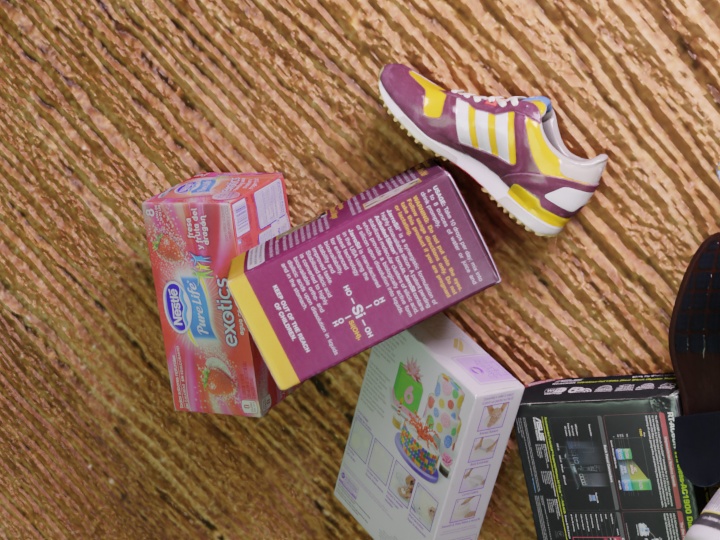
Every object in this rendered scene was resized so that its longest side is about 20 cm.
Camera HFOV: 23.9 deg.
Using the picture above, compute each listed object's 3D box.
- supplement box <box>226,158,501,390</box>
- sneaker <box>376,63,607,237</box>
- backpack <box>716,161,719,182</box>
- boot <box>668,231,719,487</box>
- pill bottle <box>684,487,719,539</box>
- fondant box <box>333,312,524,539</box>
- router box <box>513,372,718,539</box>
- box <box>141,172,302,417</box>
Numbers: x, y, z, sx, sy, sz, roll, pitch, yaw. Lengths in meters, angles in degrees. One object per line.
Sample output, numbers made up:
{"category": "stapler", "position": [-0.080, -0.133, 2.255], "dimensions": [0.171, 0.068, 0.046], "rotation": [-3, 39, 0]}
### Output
{"category": "supplement box", "position": [0.000, 0.000, 1.389], "dimensions": [0.199, 0.131, 0.104], "rotation": [-27, 98, 2]}
{"category": "sneaker", "position": [0.108, -0.120, 1.378], "dimensions": [0.200, 0.075, 0.090], "rotation": [39, 112, 3]}
{"category": "backpack", "position": [0.350, -0.060, 1.193], "dimensions": [0.153, 0.200, 0.176], "rotation": [-27, 99, 38]}
{"category": "boot", "position": [0.301, 0.074, 1.351], "dimensions": [0.075, 0.097, 0.201], "rotation": [-2, 79, 47]}
{"category": "pill bottle", "position": [0.343, 0.159, 1.268], "dimensions": [0.114, 0.114, 0.200], "rotation": [38, 76, 11]}
{"category": "fondant box", "position": [0.055, 0.150, 1.468], "dimensions": [0.144, 0.058, 0.201], "rotation": [43, 129, 44]}
{"category": "router box", "position": [0.221, 0.188, 1.428], "dimensions": [0.149, 0.062, 0.201], "rotation": [-5, 106, 30]}
{"category": "box", "position": [-0.117, 0.019, 1.523], "dimensions": [0.094, 0.103, 0.201], "rotation": [2, 110, 27]}
